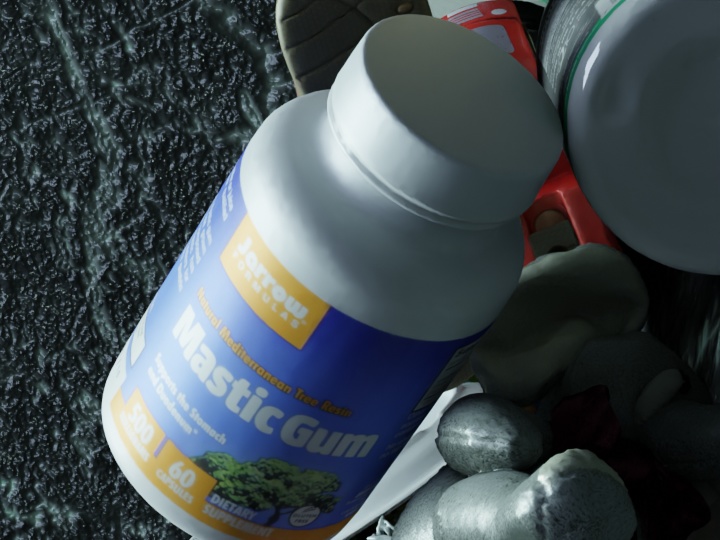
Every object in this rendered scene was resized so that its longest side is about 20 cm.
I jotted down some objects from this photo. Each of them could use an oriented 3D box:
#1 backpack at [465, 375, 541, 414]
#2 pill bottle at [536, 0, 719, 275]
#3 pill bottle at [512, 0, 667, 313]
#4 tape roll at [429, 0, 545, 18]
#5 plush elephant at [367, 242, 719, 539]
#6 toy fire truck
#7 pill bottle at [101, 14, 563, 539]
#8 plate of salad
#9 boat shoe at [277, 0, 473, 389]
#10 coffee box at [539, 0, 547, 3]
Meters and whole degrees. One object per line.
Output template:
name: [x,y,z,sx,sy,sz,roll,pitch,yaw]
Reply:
backpack: [0.061,0.142,1.440,0.183,0.134,0.201,166,115,-86]
pill bottle: [0.126,-0.075,1.151,0.200,0.113,0.113,-94,13,-76]
pill bottle: [0.086,-0.052,1.528,0.200,0.111,0.112,-99,17,-55]
tape roll: [0.072,-0.213,1.628,0.071,0.202,0.203,-101,20,-81]
plush elephant: [0.095,0.084,1.137,0.155,0.165,0.200,-45,26,-23]
toy fire truck: [0.085,-0.003,1.255,0.141,0.049,0.200,-102,-13,-64]
pill bottle: [-0.008,0.005,1.114,0.200,0.112,0.112,-57,18,36]
plate of salad: [-0.007,0.106,1.295,0.048,0.200,0.200,58,-179,-6]
boat shoe: [0.013,-0.047,1.205,0.068,0.072,0.201,-96,-6,-65]
coffee box: [0.078,-0.203,1.515,0.044,0.200,0.123,-51,-19,-45]
